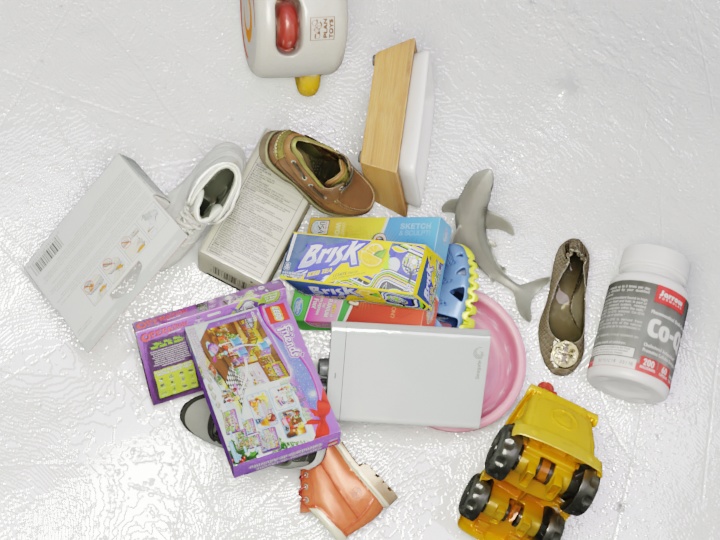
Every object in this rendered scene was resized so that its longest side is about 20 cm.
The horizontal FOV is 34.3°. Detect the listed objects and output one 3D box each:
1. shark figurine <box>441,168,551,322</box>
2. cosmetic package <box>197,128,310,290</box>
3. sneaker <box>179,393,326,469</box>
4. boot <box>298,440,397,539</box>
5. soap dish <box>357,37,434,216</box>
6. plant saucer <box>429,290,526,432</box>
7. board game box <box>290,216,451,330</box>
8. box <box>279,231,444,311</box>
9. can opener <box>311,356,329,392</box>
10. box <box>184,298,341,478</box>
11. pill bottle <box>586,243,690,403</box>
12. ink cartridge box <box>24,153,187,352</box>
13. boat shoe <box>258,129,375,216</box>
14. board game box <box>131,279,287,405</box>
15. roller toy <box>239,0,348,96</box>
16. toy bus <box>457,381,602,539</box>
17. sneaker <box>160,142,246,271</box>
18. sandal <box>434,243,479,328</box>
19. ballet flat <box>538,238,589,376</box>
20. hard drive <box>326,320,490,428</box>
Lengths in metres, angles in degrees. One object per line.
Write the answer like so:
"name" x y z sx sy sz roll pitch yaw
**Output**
"shark figurine" 0.164 -0.027 1.618 0.089 0.128 0.215 -41 111 -40
"cosmetic package" -0.131 -0.075 1.578 0.103 0.087 0.201 28 72 0
"sneaker" -0.143 0.199 1.470 0.199 0.079 0.074 13 94 23
"boot" -0.057 0.254 1.503 0.107 0.075 0.200 -43 79 -6
"soap dish" 0.052 -0.196 1.619 0.081 0.157 0.201 6 72 9
"plant saucer" 0.123 0.122 1.584 0.200 0.051 0.201 3 72 -9
"board game box" 0.012 0.005 1.547 0.199 0.040 0.154 0 69 28
"box" 0.000 0.000 1.492 0.199 0.064 0.070 6 71 31
"can opener" -0.040 0.135 1.519 0.199 0.066 0.053 2 100 0
"box" -0.122 0.141 1.430 0.136 0.039 0.201 -15 59 -15
"pill bottle" 0.389 0.072 1.613 0.113 0.114 0.201 19 71 -4
"ink cartridge box" -0.314 -0.020 1.477 0.200 0.044 0.174 -48 61 8
"boat shoe" -0.042 -0.120 1.525 0.200 0.068 0.072 25 75 -42
"board game box" -0.185 0.093 1.509 0.199 0.120 0.032 -16 38 -15
"roller toy" -0.088 -0.359 1.620 0.139 0.182 0.201 -5 74 -12
"toy bus" 0.222 0.245 1.522 0.135 0.200 0.192 24 35 -3
"sneaker" -0.220 -0.071 1.491 0.074 0.116 0.200 34 102 -14
"sandal" 0.107 0.057 1.537 0.087 0.080 0.201 9 71 -3
"ballet flat" 0.292 0.048 1.639 0.067 0.046 0.201 13 72 -5
"hard drive" 0.058 0.133 1.474 0.199 0.027 0.132 3 111 -4
